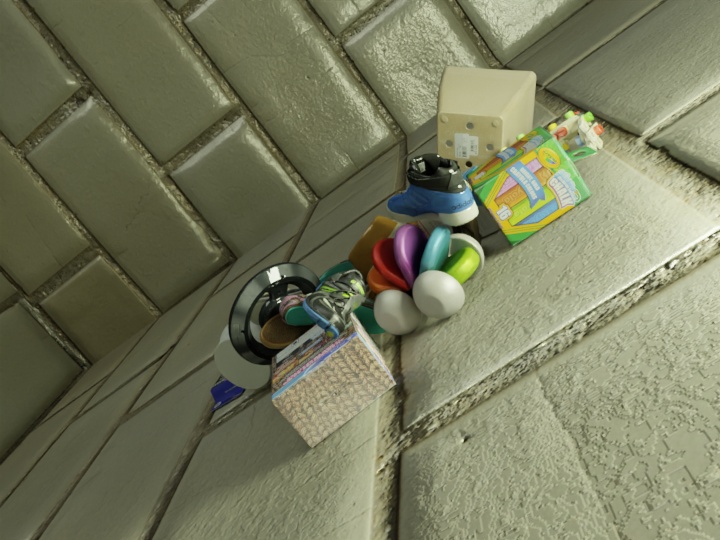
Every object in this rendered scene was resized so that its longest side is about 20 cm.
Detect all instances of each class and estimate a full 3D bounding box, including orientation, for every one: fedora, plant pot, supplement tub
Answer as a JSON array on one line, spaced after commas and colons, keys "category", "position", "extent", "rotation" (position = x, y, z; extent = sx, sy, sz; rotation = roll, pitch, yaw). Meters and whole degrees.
[{"category": "fedora", "position": [0.033, -0.038, 1.367], "extent": [0.201, 0.082, 0.201], "rotation": [-59, -5, -8]}, {"category": "plant pot", "position": [0.249, -0.297, 1.536], "extent": [0.200, 0.200, 0.177], "rotation": [9, 36, 18]}, {"category": "supplement tub", "position": [-0.202, 0.136, 1.517], "extent": [0.145, 0.145, 0.200], "rotation": [-29, 16, 32]}]

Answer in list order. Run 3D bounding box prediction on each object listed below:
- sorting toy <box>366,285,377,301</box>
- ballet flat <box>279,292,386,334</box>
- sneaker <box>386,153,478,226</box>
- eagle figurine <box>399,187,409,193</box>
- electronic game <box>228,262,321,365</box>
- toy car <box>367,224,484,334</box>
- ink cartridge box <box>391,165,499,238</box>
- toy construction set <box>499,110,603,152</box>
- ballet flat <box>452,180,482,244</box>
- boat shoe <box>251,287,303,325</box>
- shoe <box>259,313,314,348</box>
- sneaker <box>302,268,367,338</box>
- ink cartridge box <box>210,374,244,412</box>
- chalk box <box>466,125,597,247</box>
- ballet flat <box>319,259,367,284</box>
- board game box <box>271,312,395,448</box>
[{"category": "sorting toy", "position": [-0.027, 0.099, 1.442], "extent": [0.200, 0.037, 0.185], "rotation": [-29, 15, 15]}, {"category": "ballet flat", "position": [-0.042, 0.065, 1.272], "extent": [0.071, 0.200, 0.069], "rotation": [-103, 22, -54]}, {"category": "sneaker", "position": [0.100, -0.137, 1.182], "extent": [0.077, 0.111, 0.200], "rotation": [-32, 24, -23]}, {"category": "eagle figurine", "position": [0.170, -0.154, 1.577], "extent": [0.200, 0.151, 0.152], "rotation": [35, 102, 56]}, {"category": "electronic game", "position": [-0.149, 0.080, 1.323], "extent": [0.200, 0.200, 0.042], "rotation": [-42, 43, -18]}, {"category": "toy car", "position": [0.095, -0.004, 1.198], "extent": [0.200, 0.150, 0.175], "rotation": [-26, 17, 40]}, {"category": "ink cartridge box", "position": [0.169, -0.103, 1.414], "extent": [0.200, 0.115, 0.068], "rotation": [-26, 17, 41]}, {"category": "toy construction set", "position": [0.381, -0.254, 1.420], "extent": [0.200, 0.092, 0.131], "rotation": [-15, 0, 42]}, {"category": "ballet flat", "position": [0.180, -0.096, 1.258], "extent": [0.046, 0.200, 0.067], "rotation": [-38, 51, -14]}, {"category": "boat shoe", "position": [-0.117, 0.069, 1.423], "extent": [0.200, 0.074, 0.060], "rotation": [-9, 13, 5]}, {"category": "shoe", "position": [-0.092, 0.101, 1.300], "extent": [0.200, 0.070, 0.053], "rotation": [-20, -34, -35]}, {"category": "sneaker", "position": [-0.034, 0.041, 1.131], "extent": [0.083, 0.071, 0.200], "rotation": [-39, 9, 17]}, {"category": "ink cartridge box", "position": [-0.274, 0.231, 1.638], "extent": [0.095, 0.037, 0.200], "rotation": [-32, 16, 24]}, {"category": "chalk box", "position": [0.299, -0.157, 1.237], "extent": [0.200, 0.124, 0.125], "rotation": [-35, 14, 12]}, {"category": "ballet flat", "position": [0.000, 0.000, 1.496], "extent": [0.200, 0.069, 0.071], "rotation": [-31, -5, -10]}, {"category": "board game box", "position": [-0.049, 0.156, 1.149], "extent": [0.159, 0.097, 0.200], "rotation": [-37, 13, 2]}]
